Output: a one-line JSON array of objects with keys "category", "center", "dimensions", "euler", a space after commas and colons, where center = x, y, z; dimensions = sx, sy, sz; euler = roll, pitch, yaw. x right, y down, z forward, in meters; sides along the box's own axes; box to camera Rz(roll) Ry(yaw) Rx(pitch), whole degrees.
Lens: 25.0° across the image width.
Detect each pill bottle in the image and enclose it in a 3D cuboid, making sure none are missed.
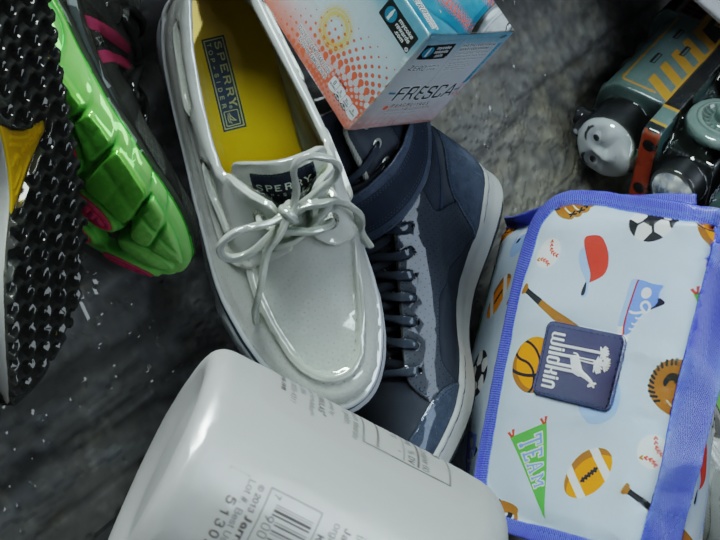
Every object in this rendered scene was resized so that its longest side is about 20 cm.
[{"category": "pill bottle", "center": [0.000, 0.127, 0.684], "dimensions": [0.199, 0.114, 0.115], "euler": [28, 59, -9]}]

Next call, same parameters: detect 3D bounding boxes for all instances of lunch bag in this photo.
[{"category": "lunch bag", "center": [0.119, 0.054, 0.793], "dimensions": [0.123, 0.200, 0.172], "euler": [15, 86, -12]}]

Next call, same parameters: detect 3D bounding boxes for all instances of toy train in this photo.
[{"category": "toy train", "center": [0.217, -0.111, 1.030], "dimensions": [0.200, 0.113, 0.086], "euler": [-45, 151, -36]}]

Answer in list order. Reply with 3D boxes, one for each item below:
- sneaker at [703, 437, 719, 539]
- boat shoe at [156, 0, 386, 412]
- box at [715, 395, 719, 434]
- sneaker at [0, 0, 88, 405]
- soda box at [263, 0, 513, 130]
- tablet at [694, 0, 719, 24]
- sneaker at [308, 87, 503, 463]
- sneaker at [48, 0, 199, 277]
[{"category": "sneaker", "center": [0.147, 0.098, 0.950], "dimensions": [0.092, 0.075, 0.201], "euler": [-45, 109, -34]}, {"category": "boat shoe", "center": [-0.033, -0.034, 0.693], "dimensions": [0.074, 0.086, 0.204], "euler": [-16, 90, -11]}, {"category": "box", "center": [0.282, -0.005, 1.070], "dimensions": [0.199, 0.036, 0.145], "euler": [-33, 111, -17]}, {"category": "sneaker", "center": [-0.163, -0.043, 0.628], "dimensions": [0.070, 0.089, 0.202], "euler": [-58, 152, -56]}, {"category": "soda box", "center": [-0.018, -0.163, 0.742], "dimensions": [0.063, 0.068, 0.201], "euler": [-13, 65, -48]}, {"category": "tablet", "center": [0.194, -0.244, 1.032], "dimensions": [0.200, 0.014, 0.130], "euler": [41, 51, -2]}, {"category": "sneaker", "center": [-0.001, 0.000, 0.780], "dimensions": [0.146, 0.076, 0.204], "euler": [44, 47, -44]}, {"category": "sneaker", "center": [-0.112, -0.090, 0.681], "dimensions": [0.084, 0.076, 0.201], "euler": [-39, 113, -40]}]
